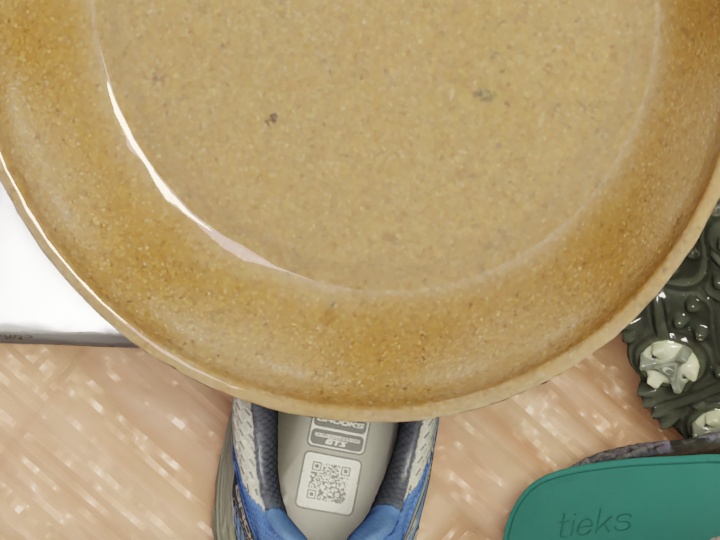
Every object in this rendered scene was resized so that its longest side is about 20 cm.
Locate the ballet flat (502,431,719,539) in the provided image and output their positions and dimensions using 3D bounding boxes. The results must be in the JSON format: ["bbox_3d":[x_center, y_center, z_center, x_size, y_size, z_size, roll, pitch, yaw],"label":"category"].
[{"bbox_3d":[0.127,0.071,0.765,0.072,0.200,0.072,10,75,-40],"label":"ballet flat"}]

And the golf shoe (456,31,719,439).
[{"bbox_3d":[0.095,-0.017,0.807,0.077,0.088,0.200,-31,118,31],"label":"golf shoe"}]

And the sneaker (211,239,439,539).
[{"bbox_3d":[0.000,0.000,0.798,0.077,0.085,0.201,2,86,-4],"label":"sneaker"}]

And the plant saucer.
[{"bbox_3d":[0.000,-0.062,0.720,0.200,0.035,0.201,3,105,13],"label":"plant saucer"}]

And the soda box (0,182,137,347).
[{"bbox_3d":[-0.071,-0.079,0.808,0.068,0.064,0.201,2,86,-4],"label":"soda box"}]
